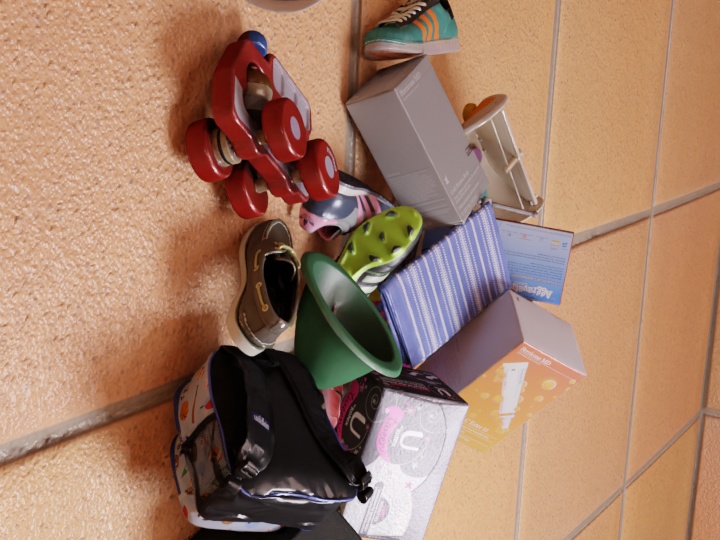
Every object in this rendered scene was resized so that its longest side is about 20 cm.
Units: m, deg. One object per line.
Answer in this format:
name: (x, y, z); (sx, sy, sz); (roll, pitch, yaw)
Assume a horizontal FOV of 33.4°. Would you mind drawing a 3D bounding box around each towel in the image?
towel: (0.111, 0.019, 1.549); (0.200, 0.024, 0.145); (-38, 130, -24)

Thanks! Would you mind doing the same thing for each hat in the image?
hat: (-0.065, 0.107, 1.375); (0.176, 0.200, 0.166); (-38, 163, 16)

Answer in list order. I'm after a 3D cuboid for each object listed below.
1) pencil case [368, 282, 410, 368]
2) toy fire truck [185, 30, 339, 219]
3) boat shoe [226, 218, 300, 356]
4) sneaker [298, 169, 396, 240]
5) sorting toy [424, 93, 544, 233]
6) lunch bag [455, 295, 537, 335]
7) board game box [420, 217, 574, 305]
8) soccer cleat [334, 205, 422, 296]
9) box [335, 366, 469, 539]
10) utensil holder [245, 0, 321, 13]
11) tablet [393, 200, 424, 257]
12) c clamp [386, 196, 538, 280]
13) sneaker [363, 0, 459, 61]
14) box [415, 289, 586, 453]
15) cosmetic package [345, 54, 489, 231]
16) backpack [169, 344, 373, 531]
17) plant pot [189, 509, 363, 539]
pencil case: (0.027, 0.112, 1.589); (0.088, 0.088, 0.200); (-45, 137, -46)
toy fire truck: (-0.103, -0.162, 1.279); (0.200, 0.112, 0.168); (48, 33, -55)
boat shoe: (-0.095, 0.008, 1.302); (0.072, 0.060, 0.202); (45, 29, -27)
sneaker: (-0.018, -0.074, 1.493); (0.082, 0.070, 0.200); (-58, 153, 8)
sorting toy: (0.146, -0.127, 1.696); (0.180, 0.107, 0.200); (-43, 131, -20)
lunch bag: (0.170, 0.064, 1.721); (0.122, 0.170, 0.200); (-72, 159, -59)
board game box: (0.184, -0.021, 1.642); (0.019, 0.200, 0.103); (-40, 141, -82)
soccer cleat: (0.000, 0.000, 1.480); (0.200, 0.068, 0.081); (-46, 167, -2)
box: (0.032, 0.229, 1.519); (0.132, 0.115, 0.200); (13, 100, -27)
utensil holder: (-0.048, -0.383, 1.231); (0.200, 0.170, 0.170); (-52, 140, -45)
tablet: (0.085, -0.078, 1.706); (0.200, 0.014, 0.130); (-57, 143, -36)
c clamp: (0.126, -0.014, 1.626); (0.027, 0.171, 0.200); (-44, 155, -81)
sneaker: (0.062, -0.315, 1.548); (0.200, 0.071, 0.080); (-20, 104, -57)
box: (0.184, 0.140, 1.624); (0.124, 0.200, 0.098); (28, 34, -30)
cosmetic package: (0.075, -0.161, 1.532); (0.200, 0.090, 0.107); (62, 40, -24)
backpack: (-0.111, 0.178, 1.270); (0.200, 0.154, 0.191); (19, 46, -43)
plant pot: (-0.098, 0.362, 1.357); (0.200, 0.200, 0.177); (-39, 118, -49)
